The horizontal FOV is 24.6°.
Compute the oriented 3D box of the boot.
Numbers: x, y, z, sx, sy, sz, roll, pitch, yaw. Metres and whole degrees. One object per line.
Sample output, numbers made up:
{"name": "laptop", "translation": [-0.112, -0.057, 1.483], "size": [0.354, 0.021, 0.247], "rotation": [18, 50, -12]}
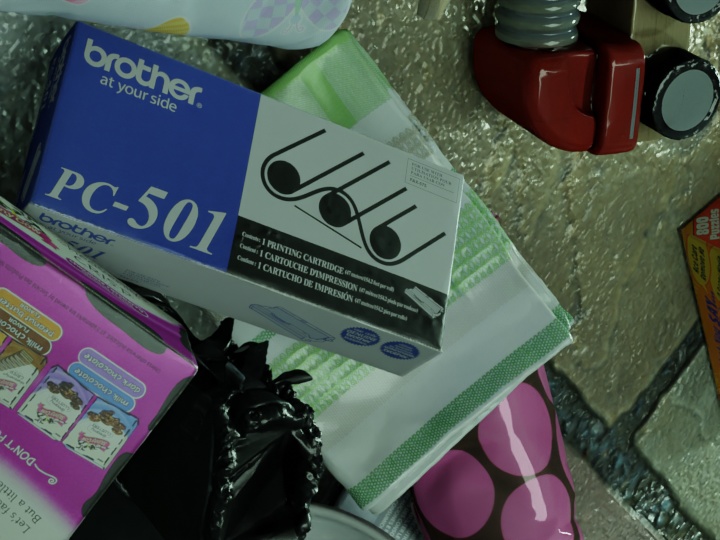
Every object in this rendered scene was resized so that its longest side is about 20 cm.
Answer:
{"name": "boot", "translation": [-0.087, 0.111, 0.783], "size": [0.073, 0.162, 0.200], "rotation": [-6, 115, -36]}

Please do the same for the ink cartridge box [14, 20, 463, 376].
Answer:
{"name": "ink cartridge box", "translation": [-0.052, -0.029, 0.747], "size": [0.198, 0.044, 0.095], "rotation": [20, 61, -21]}

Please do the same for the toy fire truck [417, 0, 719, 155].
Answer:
{"name": "toy fire truck", "translation": [0.095, -0.143, 0.851], "size": [0.198, 0.129, 0.178], "rotation": [-10, 118, -23]}

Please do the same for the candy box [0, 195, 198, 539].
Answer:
{"name": "candy box", "translation": [-0.180, 0.071, 0.672], "size": [0.136, 0.061, 0.201], "rotation": [37, 95, -20]}

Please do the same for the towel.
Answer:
{"name": "towel", "translation": [0.000, 0.000, 0.820], "size": [0.149, 0.031, 0.201], "rotation": [-40, 99, -15]}

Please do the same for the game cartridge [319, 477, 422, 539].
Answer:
{"name": "game cartridge", "translation": [0.024, 0.183, 0.963], "size": [0.133, 0.042, 0.201], "rotation": [32, 90, -19]}

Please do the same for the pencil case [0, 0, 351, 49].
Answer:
{"name": "pencil case", "translation": [-0.091, -0.148, 0.707], "size": [0.199, 0.083, 0.092], "rotation": [0, 106, -40]}

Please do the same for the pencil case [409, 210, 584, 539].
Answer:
{"name": "pencil case", "translation": [0.055, 0.071, 0.899], "size": [0.090, 0.093, 0.202], "rotation": [-18, 96, -56]}

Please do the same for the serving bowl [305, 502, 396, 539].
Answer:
{"name": "serving bowl", "translation": [-0.032, 0.220, 0.889], "size": [0.202, 0.199, 0.066], "rotation": [-65, 167, 6]}

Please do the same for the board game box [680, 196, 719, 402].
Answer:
{"name": "board game box", "translation": [0.366, 0.025, 1.093], "size": [0.199, 0.199, 0.201], "rotation": [-38, 130, -19]}
